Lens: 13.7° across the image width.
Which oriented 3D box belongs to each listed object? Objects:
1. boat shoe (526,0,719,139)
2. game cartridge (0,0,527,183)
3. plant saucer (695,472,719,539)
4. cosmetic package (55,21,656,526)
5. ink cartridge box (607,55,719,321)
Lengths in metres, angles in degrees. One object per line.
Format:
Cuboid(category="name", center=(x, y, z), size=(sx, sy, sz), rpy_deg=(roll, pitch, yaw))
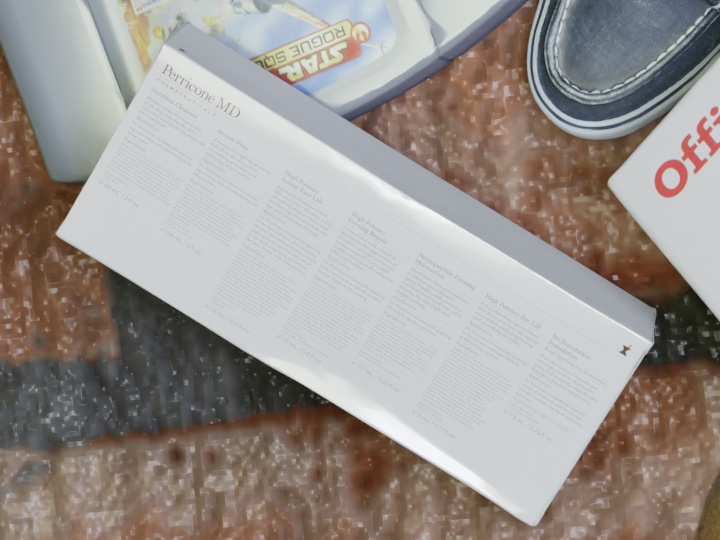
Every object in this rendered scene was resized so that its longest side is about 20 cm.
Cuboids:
Cuboid(category="boat shoe", center=(0.120, -0.131, 1.026), size=(0.071, 0.091, 0.201), rpy_deg=(39, 101, 9))
Cuboid(category="game cartridge", center=(-0.041, -0.112, 1.097), size=(0.199, 0.042, 0.134), rpy_deg=(-22, 83, 14))
Cuboid(category="plant saucer", center=(0.212, 0.120, 1.045), size=(0.199, 0.035, 0.202), rpy_deg=(1, 93, 13))
Cuboid(category="cosmetic package", center=(0.000, 0.000, 1.063), size=(0.199, 0.051, 0.083), rpy_deg=(32, 109, -1))
Cuboid(category="ink cartridge box", center=(0.198, -0.007, 0.980), size=(0.146, 0.084, 0.200), rpy_deg=(-49, 63, 20))
